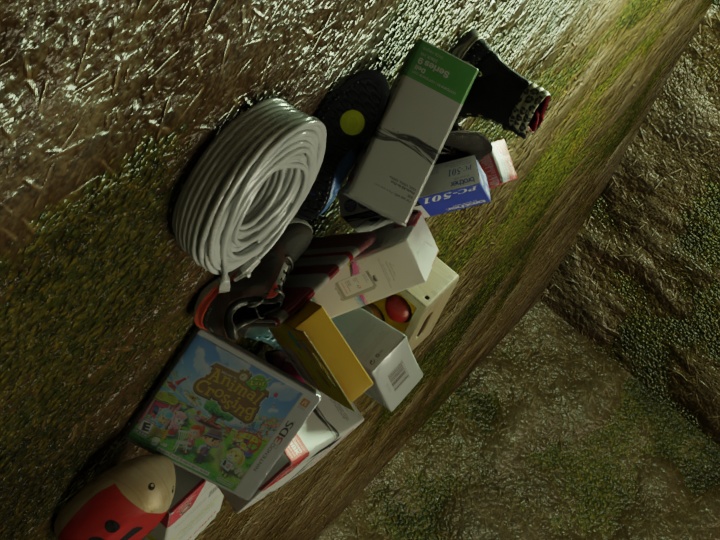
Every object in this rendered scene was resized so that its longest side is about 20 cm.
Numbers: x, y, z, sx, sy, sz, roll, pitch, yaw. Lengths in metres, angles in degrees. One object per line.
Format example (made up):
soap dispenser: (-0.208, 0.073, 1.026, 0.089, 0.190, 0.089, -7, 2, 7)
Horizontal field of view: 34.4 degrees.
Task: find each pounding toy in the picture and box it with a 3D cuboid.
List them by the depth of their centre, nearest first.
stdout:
pounding toy: (0.045, 0.067, 1.902, 0.142, 0.183, 0.201, -38, 161, -40)

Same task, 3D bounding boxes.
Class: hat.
hat: (0.079, -0.178, 1.594, 0.197, 0.082, 0.201, -10, 163, -3)

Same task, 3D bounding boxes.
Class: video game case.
video game case: (-0.179, 0.191, 1.532, 0.183, 0.198, 0.022, -54, -157, 11)

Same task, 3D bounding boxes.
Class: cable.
cable: (-0.117, -0.089, 1.248, 0.201, 0.069, 0.200, -49, 165, -14)

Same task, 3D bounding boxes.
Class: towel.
towel: (-0.083, 0.015, 1.530, 0.200, 0.023, 0.143, -42, -158, -32)

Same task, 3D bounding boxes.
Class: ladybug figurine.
ladybug figurine: (-0.316, 0.317, 1.517, 0.200, 0.073, 0.135, -42, 150, 22)

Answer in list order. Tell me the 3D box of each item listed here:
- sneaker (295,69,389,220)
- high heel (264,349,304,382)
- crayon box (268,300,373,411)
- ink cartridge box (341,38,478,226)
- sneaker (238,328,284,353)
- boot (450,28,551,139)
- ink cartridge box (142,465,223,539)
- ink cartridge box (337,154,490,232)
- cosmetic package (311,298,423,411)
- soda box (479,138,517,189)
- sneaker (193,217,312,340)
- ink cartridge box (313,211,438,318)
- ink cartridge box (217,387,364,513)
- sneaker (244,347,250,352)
sneaker: (-0.029, -0.156, 1.396, 0.202, 0.065, 0.079, -59, -177, 18)
high heel: (-0.092, 0.169, 1.705, 0.066, 0.098, 0.199, -9, -176, -32)
crayon box: (-0.055, 0.100, 1.495, 0.051, 0.128, 0.200, -36, -162, -13)
ink cartridge box: (0.057, -0.164, 1.414, 0.203, 0.083, 0.146, -64, -175, 1)
sneaker: (-0.110, 0.080, 1.653, 0.074, 0.082, 0.200, -54, 166, 9)
boot: (0.178, -0.226, 1.664, 0.073, 0.153, 0.205, -40, 162, -35)
ink cartridge box: (-0.276, 0.344, 1.770, 0.145, 0.083, 0.201, -42, 162, -37)
ink cartridge box: (0.075, -0.104, 1.611, 0.196, 0.045, 0.094, -14, 164, 13)
cosmetic package: (-0.010, 0.113, 1.766, 0.081, 0.199, 0.114, -44, 141, -17)
soda box: (0.127, -0.130, 1.724, 0.197, 0.064, 0.070, -19, -178, 30)
sneaker: (-0.116, 0.019, 1.456, 0.200, 0.081, 0.078, -45, 148, -25)
ink cartridge box: (0.000, 0.000, 1.599, 0.197, 0.068, 0.117, -21, -164, 21)
ink cartridge box: (-0.107, 0.252, 1.701, 0.144, 0.084, 0.199, -44, 168, 32)
sneaker: (-0.179, 0.190, 1.730, 0.078, 0.075, 0.201, -38, 159, -32)
